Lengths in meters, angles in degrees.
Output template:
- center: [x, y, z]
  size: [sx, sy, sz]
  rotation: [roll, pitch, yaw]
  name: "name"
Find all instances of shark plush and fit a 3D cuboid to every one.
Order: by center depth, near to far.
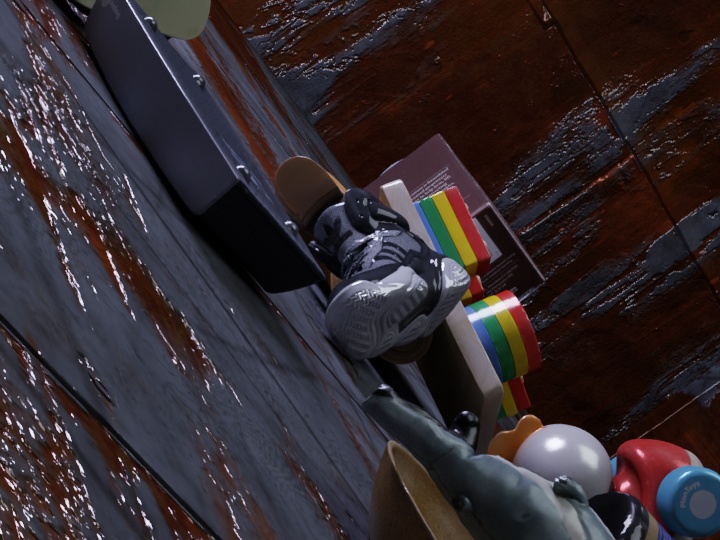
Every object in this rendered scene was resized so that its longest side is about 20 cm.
- center: [0.081, 0.127, 0.893]
  size: [0.200, 0.091, 0.083]
  rotation: [58, 34, -3]
  name: "shark plush"

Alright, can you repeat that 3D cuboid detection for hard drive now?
- center: [-0.100, -0.079, 1.189]
  size: [0.200, 0.042, 0.135]
  rotation: [57, 4, 38]
  name: "hard drive"

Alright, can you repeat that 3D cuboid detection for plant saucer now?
- center: [0.059, 0.173, 0.935]
  size: [0.201, 0.035, 0.200]
  rotation: [54, 3, -4]
  name: "plant saucer"

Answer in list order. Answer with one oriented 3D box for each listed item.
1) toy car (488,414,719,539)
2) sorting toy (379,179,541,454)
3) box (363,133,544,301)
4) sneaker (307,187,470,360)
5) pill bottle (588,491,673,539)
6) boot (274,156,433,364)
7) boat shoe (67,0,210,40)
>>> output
- center: [0.190, 0.212, 1.720]
  size: [0.199, 0.178, 0.184]
  rotation: [24, -5, -10]
  name: "toy car"
- center: [0.085, 0.039, 1.634]
  size: [0.200, 0.069, 0.199]
  rotation: [94, -27, -69]
  name: "sorting toy"
- center: [0.110, -0.038, 2.580]
  size: [0.164, 0.166, 0.200]
  rotation: [50, 6, -36]
  name: "box"
- center: [0.000, 0.000, 1.447]
  size: [0.114, 0.076, 0.200]
  rotation: [43, 19, 16]
  name: "sneaker"
- center: [0.206, 0.258, 1.338]
  size: [0.200, 0.112, 0.112]
  rotation: [48, 5, -14]
  name: "pill bottle"
- center: [0.002, -0.003, 1.618]
  size: [0.200, 0.074, 0.155]
  rotation: [59, -1, 12]
  name: "boot"
- center: [-0.174, -0.200, 1.254]
  size: [0.063, 0.074, 0.201]
  rotation: [12, -7, 29]
  name: "boat shoe"
